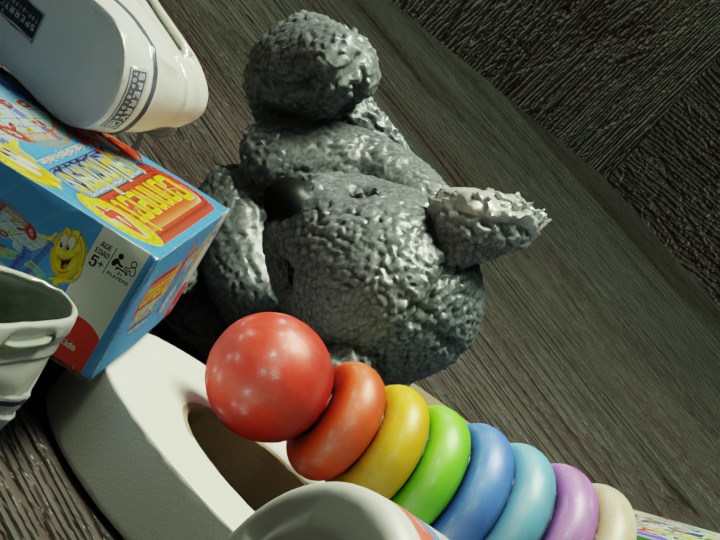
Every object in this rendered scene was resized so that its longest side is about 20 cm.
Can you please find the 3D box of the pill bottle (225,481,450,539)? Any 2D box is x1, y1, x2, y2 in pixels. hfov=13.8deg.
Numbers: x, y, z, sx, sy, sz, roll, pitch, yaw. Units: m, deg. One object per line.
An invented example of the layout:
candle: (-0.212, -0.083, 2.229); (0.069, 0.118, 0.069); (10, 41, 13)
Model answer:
pill bottle: (0.035, 0.164, 1.055); (0.200, 0.112, 0.112); (35, 12, -38)

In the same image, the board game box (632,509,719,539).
board game box: (0.078, 0.119, 1.419); (0.199, 0.029, 0.135); (15, 1, 15)

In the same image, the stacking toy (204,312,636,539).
stacking toy: (0.020, 0.081, 1.259); (0.200, 0.085, 0.085); (36, 11, -20)

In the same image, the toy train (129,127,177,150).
toy train: (-0.171, -0.110, 1.380); (0.055, 0.151, 0.200); (-14, 57, -44)

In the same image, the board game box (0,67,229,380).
board game box: (-0.161, -0.043, 1.210); (0.195, 0.056, 0.200); (31, 8, 0)

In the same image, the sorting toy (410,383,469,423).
sorting toy: (0.101, 0.152, 1.672); (0.200, 0.037, 0.185); (31, 15, -38)

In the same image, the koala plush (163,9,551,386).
koala plush: (0.000, 0.000, 1.402); (0.184, 0.177, 0.200); (47, -8, -21)

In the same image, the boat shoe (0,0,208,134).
boat shoe: (-0.139, -0.122, 1.311); (0.065, 0.074, 0.200); (8, 34, -47)

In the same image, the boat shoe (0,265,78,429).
boat shoe: (-0.168, 0.007, 1.028); (0.074, 0.067, 0.200); (46, 9, 21)

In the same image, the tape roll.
tape roll: (-0.045, 0.104, 1.224); (0.203, 0.037, 0.203); (43, 9, -9)
